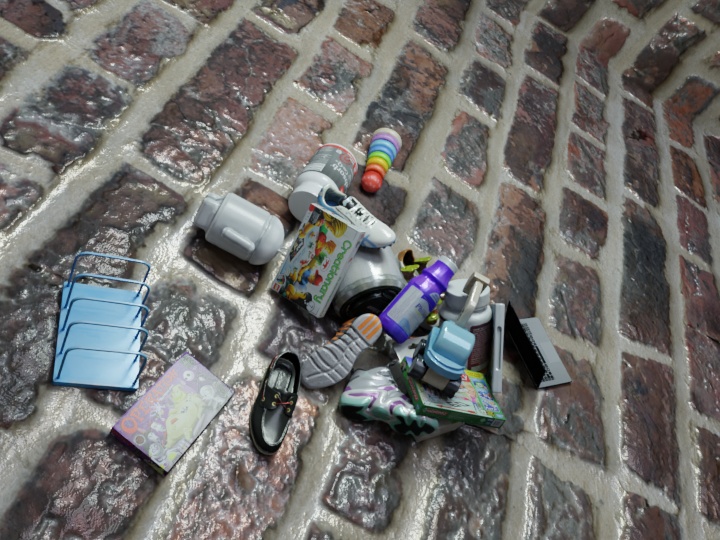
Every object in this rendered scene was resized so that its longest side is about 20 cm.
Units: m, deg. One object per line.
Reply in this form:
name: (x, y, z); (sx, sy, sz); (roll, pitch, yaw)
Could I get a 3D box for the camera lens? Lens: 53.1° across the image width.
camera lens: (0.000, 0.000, 1.562); (0.159, 0.160, 0.201); (1, 55, -32)

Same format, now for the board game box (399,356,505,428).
board game box: (0.184, 0.246, 1.453); (0.199, 0.029, 0.135); (15, 32, -26)

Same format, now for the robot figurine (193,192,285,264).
robot figurine: (-0.244, -0.085, 1.506); (0.199, 0.113, 0.170); (28, 21, -10)

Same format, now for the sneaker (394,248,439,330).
sneaker: (0.133, 0.040, 1.672); (0.073, 0.085, 0.201); (-13, 66, -41)

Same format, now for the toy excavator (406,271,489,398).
toy excavator: (0.191, 0.120, 1.419); (0.100, 0.200, 0.195); (30, 26, -2)

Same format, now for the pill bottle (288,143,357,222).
pill bottle: (-0.089, -0.203, 1.700); (0.116, 0.116, 0.200); (33, 45, -6)

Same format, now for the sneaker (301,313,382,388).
sneaker: (-0.042, 0.166, 1.465); (0.200, 0.112, 0.078); (-37, 92, -11)

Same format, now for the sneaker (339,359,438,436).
sneaker: (0.067, 0.241, 1.439); (0.199, 0.078, 0.140); (17, 49, 1)

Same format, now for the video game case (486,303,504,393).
video game case: (0.292, 0.163, 1.566); (0.022, 0.200, 0.183); (2, 88, 7)

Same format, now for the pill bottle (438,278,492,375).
pill bottle: (0.225, 0.128, 1.562); (0.114, 0.201, 0.114); (0, 23, 0)

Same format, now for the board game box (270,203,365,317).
board game box: (-0.088, -0.020, 1.482); (0.126, 0.201, 0.035); (30, 11, 17)

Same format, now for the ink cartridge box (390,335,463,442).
ink cartridge box: (0.132, 0.244, 1.517); (0.117, 0.067, 0.201); (-7, 61, -36)

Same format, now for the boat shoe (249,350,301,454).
boat shoe: (-0.155, 0.241, 1.339); (0.073, 0.063, 0.202); (24, 47, -18)

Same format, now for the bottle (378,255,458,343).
bottle: (0.122, 0.057, 1.499); (0.200, 0.084, 0.065); (-48, 54, -8)

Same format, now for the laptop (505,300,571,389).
laptop: (0.434, 0.174, 1.736); (0.199, 0.116, 0.188); (-3, 58, -35)

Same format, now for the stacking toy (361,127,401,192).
stacking toy: (0.045, -0.282, 1.885); (0.085, 0.085, 0.200); (29, 50, -10)

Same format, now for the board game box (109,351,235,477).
board game box: (-0.321, 0.244, 1.252); (0.120, 0.032, 0.200); (35, 44, 3)

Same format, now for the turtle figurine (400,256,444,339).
turtle figurine: (0.151, 0.055, 1.615); (0.199, 0.064, 0.162); (-25, 105, -29)

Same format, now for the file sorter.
file sorter: (-0.436, 0.085, 1.237); (0.138, 0.123, 0.201); (11, 50, -27)

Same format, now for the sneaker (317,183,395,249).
sneaker: (-0.012, -0.111, 1.495); (0.200, 0.073, 0.072); (34, 58, 22)
